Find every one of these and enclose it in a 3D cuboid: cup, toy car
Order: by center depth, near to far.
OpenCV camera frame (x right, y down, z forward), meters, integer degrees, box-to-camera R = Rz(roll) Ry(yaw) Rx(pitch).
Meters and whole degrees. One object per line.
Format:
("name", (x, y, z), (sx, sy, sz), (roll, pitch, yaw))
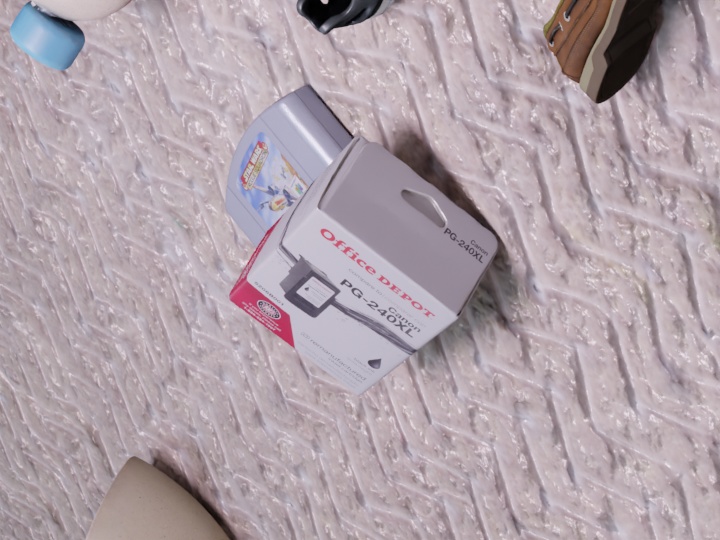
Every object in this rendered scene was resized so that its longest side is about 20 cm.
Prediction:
("toy car", (-0.254, -0.301, 1.835), (0.176, 0.185, 0.200), (34, -166, -9))
("cup", (-0.217, 0.320, 2.313), (0.142, 0.201, 0.201), (22, 143, 5))

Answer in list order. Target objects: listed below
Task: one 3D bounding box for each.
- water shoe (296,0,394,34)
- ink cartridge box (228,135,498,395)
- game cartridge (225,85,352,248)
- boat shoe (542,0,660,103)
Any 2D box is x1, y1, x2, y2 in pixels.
("water shoe", (-0.001, -0.250, 1.551), (0.071, 0.079, 0.201), (39, 145, 26))
("ink cartridge box", (0.000, 0.000, 1.735), (0.145, 0.084, 0.200), (37, 149, -7))
("game cartridge", (-0.054, -0.066, 1.843), (0.133, 0.041, 0.200), (46, 148, 9))
("boat shoe", (0.160, -0.189, 1.383), (0.068, 0.072, 0.201), (45, 147, 17))
